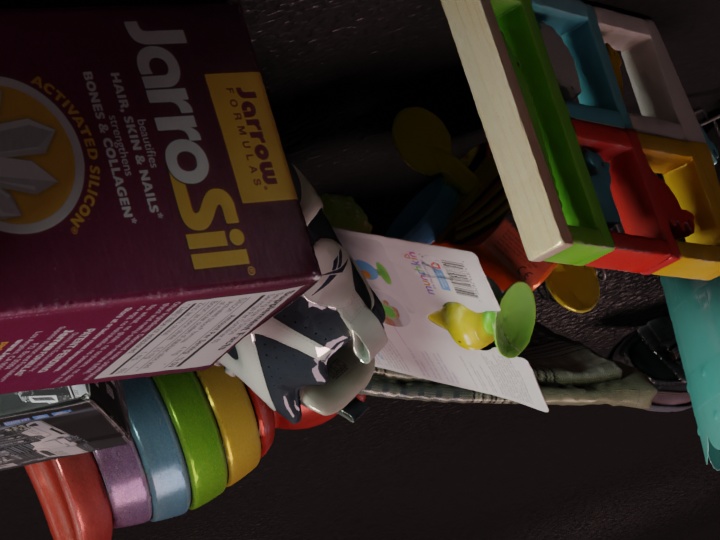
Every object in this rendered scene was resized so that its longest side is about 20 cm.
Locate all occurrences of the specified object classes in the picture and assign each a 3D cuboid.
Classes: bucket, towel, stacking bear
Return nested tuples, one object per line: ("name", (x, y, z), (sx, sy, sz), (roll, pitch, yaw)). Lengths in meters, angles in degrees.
("bucket", (0.305, 0.037, 1.749), (0.206, 0.136, 0.207), (-16, 165, -4))
("towel", (0.038, 0.038, 1.442), (0.199, 0.035, 0.192), (4, -172, -28))
("stacking bear", (-0.095, 0.081, 1.523), (0.199, 0.122, 0.114), (-23, 174, -18))

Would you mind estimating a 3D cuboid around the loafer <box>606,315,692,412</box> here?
("loafer", (0.253, 0.051, 1.899), (0.199, 0.072, 0.063), (-10, 144, -48))

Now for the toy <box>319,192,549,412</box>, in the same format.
("toy", (0.000, 0.000, 1.259), (0.199, 0.047, 0.115), (16, 148, 37))

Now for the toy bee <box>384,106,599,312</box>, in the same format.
("toy bee", (0.057, -0.036, 1.310), (0.199, 0.109, 0.131), (12, 150, 51))

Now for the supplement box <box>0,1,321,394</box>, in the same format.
("supplement box", (-0.135, -0.027, 1.045), (0.199, 0.132, 0.103), (-7, 162, -37))

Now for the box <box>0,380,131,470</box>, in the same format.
("box", (-0.212, 0.067, 1.189), (0.198, 0.050, 0.158), (-12, 169, -1))

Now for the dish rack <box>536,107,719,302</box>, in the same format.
("dish rack", (0.135, -0.026, 1.452), (0.199, 0.055, 0.153), (-23, 169, -20))

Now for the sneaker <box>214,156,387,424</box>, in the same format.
("sneaker", (-0.056, 0.026, 1.221), (0.199, 0.130, 0.080), (-27, -164, 50))

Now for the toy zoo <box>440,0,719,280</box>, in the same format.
("toy zoo", (0.116, -0.062, 1.205), (0.020, 0.132, 0.199), (-27, 162, 31))
